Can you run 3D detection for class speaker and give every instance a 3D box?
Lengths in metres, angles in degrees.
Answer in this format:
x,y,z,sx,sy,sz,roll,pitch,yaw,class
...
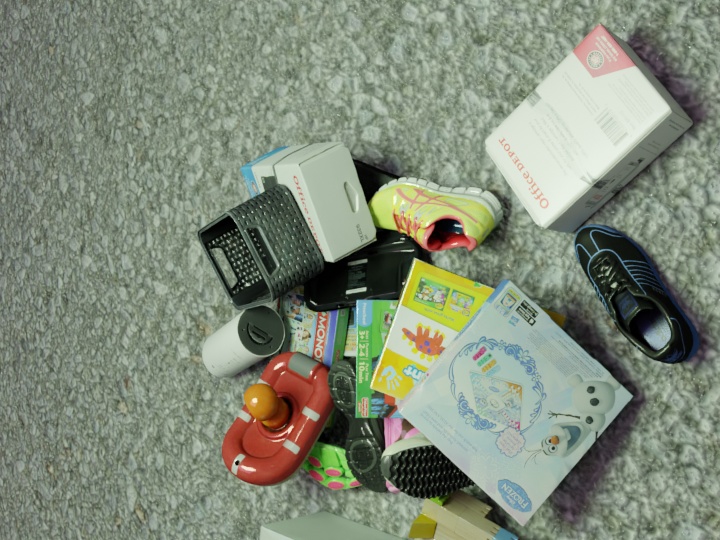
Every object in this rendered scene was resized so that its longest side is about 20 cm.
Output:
x,y,z,sx,sy,sz,roll,pitch,yaw,class
-0.191,0.117,1.335,0.199,0.080,0.083,-33,64,59,speaker

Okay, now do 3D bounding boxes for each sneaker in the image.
x,y,z,sx,sy,sz,roll,pitch,yaw,class
-0.070,0.266,1.264,0.197,0.084,0.078,18,122,22,sneaker
0.096,0.231,1.051,0.093,0.196,0.072,22,110,57,sneaker
0.001,-0.106,1.248,0.198,0.059,0.106,28,106,43,sneaker
0.019,0.217,1.192,0.075,0.090,0.205,-5,100,40,sneaker
0.087,-0.068,1.118,0.196,0.079,0.091,4,47,31,sneaker
0.308,0.021,0.956,0.070,0.077,0.201,-50,58,26,sneaker

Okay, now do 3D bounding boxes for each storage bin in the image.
x,y,z,sx,sy,sz,roll,pitch,yaw,class
-0.148,-0.029,1.199,0.137,0.093,0.199,63,156,-6,storage bin

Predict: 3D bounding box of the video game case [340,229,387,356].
x,y,z,sx,sy,sz,roll,pitch,yaw,class
-0.028,0.039,1.283,0.197,0.023,0.187,-5,84,40,video game case

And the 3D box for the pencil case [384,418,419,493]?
x,y,z,sx,sy,sz,roll,pitch,yaw,class
0.069,0.205,1.139,0.090,0.092,0.205,-14,77,50,pencil case

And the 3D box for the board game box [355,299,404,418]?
x,y,z,sx,sy,sz,roll,pitch,yaw,class
0.091,0.116,1.089,0.195,0.037,0.155,0,86,0,board game box

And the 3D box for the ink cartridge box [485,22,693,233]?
x,y,z,sx,sy,sz,roll,pitch,yaw,class
0.269,-0.165,1.001,0.200,0.082,0.148,-45,60,28,ink cartridge box

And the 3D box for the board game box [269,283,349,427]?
x,y,z,sx,sy,sz,roll,pitch,yaw,class
-0.084,0.125,1.290,0.133,0.029,0.205,14,99,41,board game box

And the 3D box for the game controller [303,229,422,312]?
x,y,z,sx,sy,sz,roll,pitch,yaw,class
0.000,0.000,1.209,0.196,0.042,0.107,-11,73,30,game controller

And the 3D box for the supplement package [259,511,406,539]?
x,y,z,sx,sy,sz,roll,pitch,yaw,class
-0.039,0.475,1.175,0.189,0.146,0.205,6,90,41,supplement package

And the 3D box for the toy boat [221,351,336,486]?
x,y,z,sx,sy,sz,roll,pitch,yaw,class
-0.126,0.203,1.184,0.129,0.131,0.202,22,74,32,toy boat

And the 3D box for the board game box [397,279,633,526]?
x,y,z,sx,sy,sz,roll,pitch,yaw,class
0.179,0.153,0.971,0.200,0.043,0.200,42,89,-2,board game box

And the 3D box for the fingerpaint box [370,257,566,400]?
x,y,z,sx,sy,sz,roll,pitch,yaw,class
0.130,0.098,1.031,0.196,0.073,0.170,19,92,1,fingerpaint box

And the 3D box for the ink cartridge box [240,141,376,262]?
x,y,z,sx,sy,sz,roll,pitch,yaw,class
-0.079,-0.100,1.202,0.199,0.083,0.148,9,123,59,ink cartridge box

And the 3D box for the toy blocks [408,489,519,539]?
x,y,z,sx,sy,sz,roll,pitch,yaw,class
0.136,0.375,1.071,0.135,0.099,0.204,24,117,27,toy blocks
